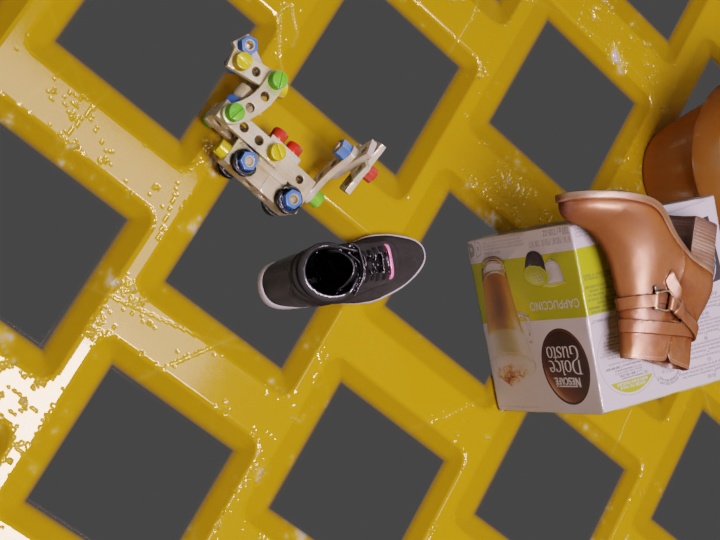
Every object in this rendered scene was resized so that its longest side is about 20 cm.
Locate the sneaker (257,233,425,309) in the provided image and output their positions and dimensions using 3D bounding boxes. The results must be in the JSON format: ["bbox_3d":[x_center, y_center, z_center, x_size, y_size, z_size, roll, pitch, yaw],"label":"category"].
[{"bbox_3d":[0.000,0.000,1.368,0.197,0.099,0.072,-11,90,-29],"label":"sneaker"}]

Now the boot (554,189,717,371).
[{"bbox_3d":[0.268,0.009,1.300,0.197,0.073,0.157,15,84,-22],"label":"boot"}]

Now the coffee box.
[{"bbox_3d":[0.265,0.040,1.446,0.197,0.199,0.201,-12,92,-28],"label":"coffee box"}]

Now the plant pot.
[{"bbox_3d":[0.438,-0.123,1.555,0.197,0.183,0.204,2,85,-27],"label":"plant pot"}]

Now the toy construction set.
[{"bbox_3d":[-0.077,-0.135,1.348,0.199,0.092,0.132,35,71,-9],"label":"toy construction set"}]
